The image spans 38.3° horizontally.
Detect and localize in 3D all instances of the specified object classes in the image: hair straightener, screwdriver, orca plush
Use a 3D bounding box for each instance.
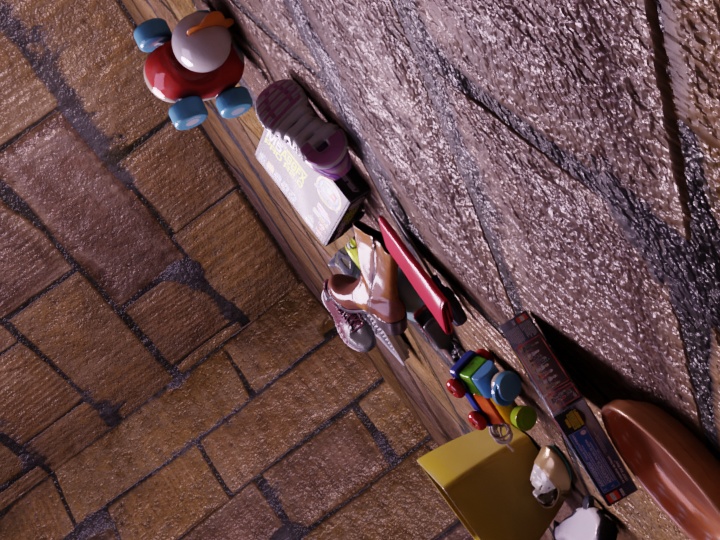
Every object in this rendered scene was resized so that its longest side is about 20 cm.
[{"bbox_3d":[0.156,0.143,1.801,0.077,0.041,0.200,47,171,48],"label":"hair straightener"},{"bbox_3d":[0.098,-0.006,1.524,0.201,0.028,0.029,60,-157,-1],"label":"screwdriver"},{"bbox_3d":[0.367,0.422,1.635,0.071,0.106,0.200,16,147,-5],"label":"orca plush"}]

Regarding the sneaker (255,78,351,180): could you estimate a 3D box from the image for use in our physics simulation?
[{"bbox_3d":[-0.079,-0.199,1.519,0.200,0.080,0.088,48,180,32],"label":"sneaker"}]

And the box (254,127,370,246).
[{"bbox_3d":[-0.081,-0.156,1.648,0.200,0.044,0.160,52,153,9],"label":"box"}]

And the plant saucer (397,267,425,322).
[{"bbox_3d":[0.063,0.029,1.872,0.201,0.039,0.201,53,173,9],"label":"plant saucer"}]

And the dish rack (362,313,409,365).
[{"bbox_3d":[0.048,0.126,2.510,0.200,0.043,0.172,47,171,45],"label":"dish rack"}]

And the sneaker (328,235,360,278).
[{"bbox_3d":[0.014,0.033,1.989,0.200,0.081,0.074,57,-162,-10],"label":"sneaker"}]

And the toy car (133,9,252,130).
[{"bbox_3d":[-0.251,-0.364,1.702,0.200,0.176,0.185,-36,76,56],"label":"toy car"}]

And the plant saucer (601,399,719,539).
[{"bbox_3d":[0.310,0.200,0.993,0.200,0.037,0.200,52,175,7],"label":"plant saucer"}]

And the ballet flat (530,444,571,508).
[{"bbox_3d":[0.308,0.344,1.686,0.069,0.063,0.200,49,172,32],"label":"ballet flat"}]

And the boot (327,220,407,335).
[{"bbox_3d":[0.000,0.000,1.785,0.188,0.068,0.201,39,152,40],"label":"boot"}]

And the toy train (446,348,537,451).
[{"bbox_3d":[0.225,0.216,1.572,0.200,0.085,0.116,56,160,-24],"label":"toy train"}]

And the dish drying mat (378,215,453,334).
[{"bbox_3d":[0.081,0.003,1.520,0.200,0.018,0.077,57,171,41],"label":"dish drying mat"}]

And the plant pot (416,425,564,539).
[{"bbox_3d":[0.245,0.382,1.839,0.200,0.176,0.200,54,175,-9],"label":"plant pot"}]

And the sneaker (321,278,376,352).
[{"bbox_3d":[-0.037,0.102,2.485,0.200,0.076,0.116,51,170,23],"label":"sneaker"}]

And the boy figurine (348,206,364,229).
[{"bbox_3d":[-0.075,-0.159,1.756,0.200,0.064,0.124,49,176,10],"label":"boy figurine"}]

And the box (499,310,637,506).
[{"bbox_3d":[0.223,0.145,1.133,0.137,0.040,0.200,57,-174,-24],"label":"box"}]
